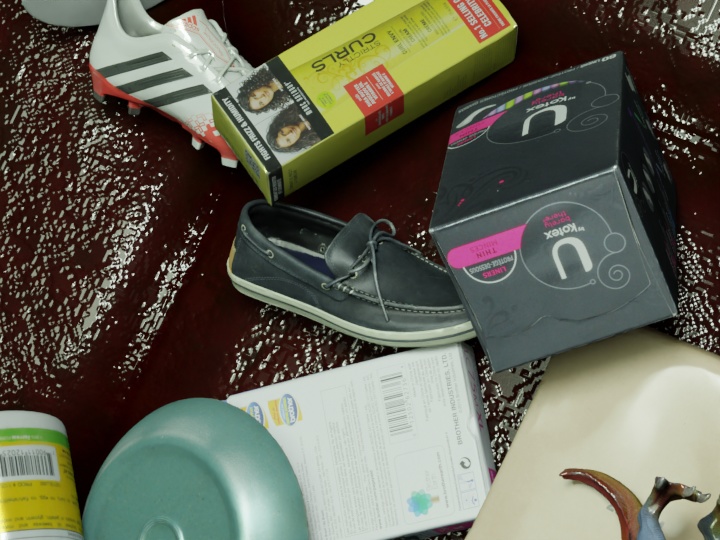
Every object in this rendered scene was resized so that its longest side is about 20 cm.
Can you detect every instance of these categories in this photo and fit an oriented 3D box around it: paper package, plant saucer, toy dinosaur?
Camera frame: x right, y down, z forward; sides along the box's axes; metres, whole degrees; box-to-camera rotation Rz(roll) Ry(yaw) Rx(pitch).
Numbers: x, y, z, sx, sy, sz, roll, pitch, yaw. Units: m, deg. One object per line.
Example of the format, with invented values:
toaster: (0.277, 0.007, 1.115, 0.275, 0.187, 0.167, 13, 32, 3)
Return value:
paper package: (0.189, 0.144, 1.503, 0.200, 0.103, 0.191, 24, 86, 23)
plant saucer: (-0.121, 0.183, 1.603, 0.200, 0.036, 0.201, -6, 80, 38)
toy dinosaur: (0.190, 0.216, 1.392, 0.200, 0.105, 0.182, 3, 79, 60)

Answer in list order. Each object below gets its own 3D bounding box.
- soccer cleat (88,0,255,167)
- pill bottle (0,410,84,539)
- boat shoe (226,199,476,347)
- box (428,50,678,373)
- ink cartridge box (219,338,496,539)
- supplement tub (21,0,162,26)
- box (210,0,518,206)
soccer cleat: (-0.103, -0.132, 1.678, 0.200, 0.069, 0.085, 24, 119, 27)
pill bottle: (-0.232, 0.202, 1.598, 0.111, 0.111, 0.201, -17, 71, 15)
boat shoe: (0.000, 0.000, 1.613, 0.199, 0.075, 0.062, 17, 125, 25)
box: (0.123, -0.040, 1.507, 0.122, 0.200, 0.106, -19, 111, 14)
ink cartridge box: (-0.012, 0.127, 1.611, 0.199, 0.042, 0.120, -14, 74, 14)
supplement tub: (-0.203, -0.289, 1.727, 0.132, 0.132, 0.201, -22, 71, 13)
box: (0.003, -0.128, 1.623, 0.200, 0.050, 0.075, -30, 69, -14)
